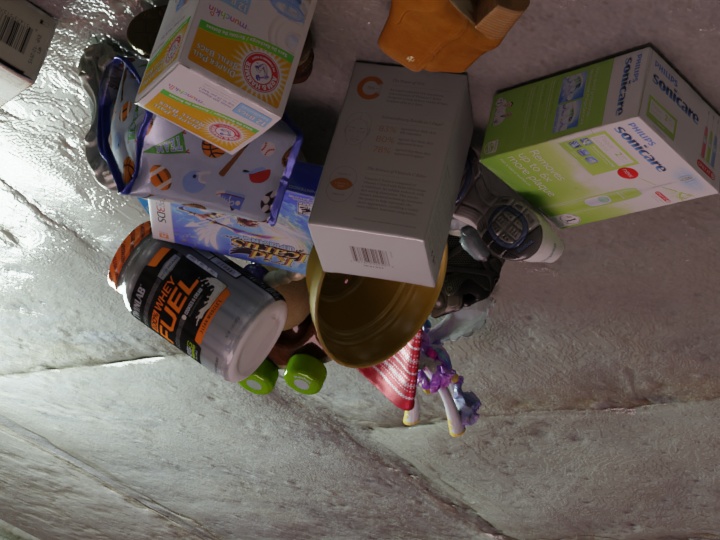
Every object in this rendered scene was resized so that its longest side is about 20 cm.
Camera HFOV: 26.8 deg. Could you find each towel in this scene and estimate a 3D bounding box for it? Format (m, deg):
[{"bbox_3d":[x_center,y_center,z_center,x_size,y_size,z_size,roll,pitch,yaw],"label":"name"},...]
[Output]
[{"bbox_3d":[0.022,0.067,1.862,0.144,0.022,0.202,40,144,33],"label":"towel"}]

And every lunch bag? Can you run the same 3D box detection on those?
[{"bbox_3d":[-0.169,-0.138,1.517,0.168,0.200,0.125,12,114,-26],"label":"lunch bag"}]

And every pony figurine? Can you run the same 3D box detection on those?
[{"bbox_3d":[0.091,0.115,1.989,0.192,0.166,0.202,8,126,53],"label":"pony figurine"}]

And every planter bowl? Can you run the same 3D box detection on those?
[{"bbox_3d":[0.000,0.000,1.685,0.083,0.201,0.200,29,168,41],"label":"planter bowl"}]

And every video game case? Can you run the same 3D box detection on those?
[{"bbox_3d":[-0.139,-0.073,1.691,0.197,0.046,0.182,13,153,3],"label":"video game case"}]

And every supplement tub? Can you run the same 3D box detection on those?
[{"bbox_3d":[-0.195,0.033,1.797,0.199,0.123,0.123,32,158,17],"label":"supplement tub"}]

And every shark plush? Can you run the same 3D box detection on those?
[{"bbox_3d":[0.097,-0.095,1.726,0.198,0.091,0.084,26,131,13],"label":"shark plush"}]

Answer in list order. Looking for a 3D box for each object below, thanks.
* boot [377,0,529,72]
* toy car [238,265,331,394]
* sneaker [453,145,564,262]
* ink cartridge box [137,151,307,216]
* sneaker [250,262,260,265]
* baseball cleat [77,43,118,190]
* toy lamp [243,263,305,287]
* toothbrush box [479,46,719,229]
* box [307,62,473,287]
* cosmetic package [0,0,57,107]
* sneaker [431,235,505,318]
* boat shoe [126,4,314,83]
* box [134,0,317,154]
[{"bbox_3d":[0.044,-0.247,1.406,0.199,0.072,0.144,21,151,-21],"label":"boot"},{"bbox_3d":[-0.115,0.037,1.970,0.156,0.165,0.201,-3,139,33],"label":"toy car"},{"bbox_3d":[0.140,-0.067,1.620,0.075,0.200,0.087,-50,141,15],"label":"sneaker"},{"bbox_3d":[-0.166,-0.114,1.771,0.197,0.085,0.145,6,153,19],"label":"ink cartridge box"},{"bbox_3d":[-0.101,-0.041,1.882,0.197,0.082,0.074,10,154,11],"label":"sneaker"},{"bbox_3d":[-0.254,-0.156,1.636,0.069,0.202,0.106,-23,145,16],"label":"baseball cleat"},{"bbox_3d":[-0.051,-0.007,1.808,0.198,0.059,0.058,-14,142,33],"label":"toy lamp"},{"bbox_3d":[0.243,-0.128,1.515,0.199,0.087,0.145,-13,143,43],"label":"toothbrush box"},{"bbox_3d":[0.035,-0.100,1.553,0.123,0.202,0.098,9,153,15],"label":"box"},{"bbox_3d":[-0.433,-0.235,1.682,0.103,0.088,0.199,29,151,-28],"label":"cosmetic package"},{"bbox_3d":[0.078,-0.020,1.788,0.198,0.115,0.076,31,150,-19],"label":"sneaker"},{"bbox_3d":[-0.144,-0.224,1.558,0.197,0.073,0.068,8,151,11],"label":"boat shoe"},{"bbox_3d":[-0.115,-0.227,1.387,0.112,0.202,0.101,27,152,-23],"label":"box"}]
